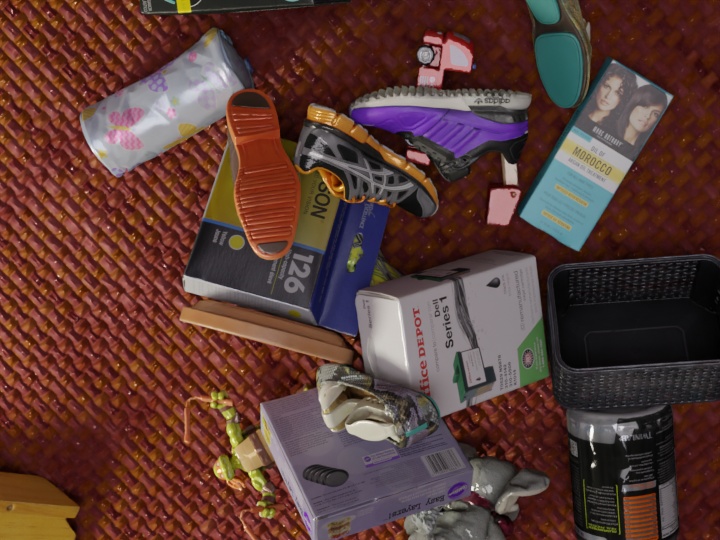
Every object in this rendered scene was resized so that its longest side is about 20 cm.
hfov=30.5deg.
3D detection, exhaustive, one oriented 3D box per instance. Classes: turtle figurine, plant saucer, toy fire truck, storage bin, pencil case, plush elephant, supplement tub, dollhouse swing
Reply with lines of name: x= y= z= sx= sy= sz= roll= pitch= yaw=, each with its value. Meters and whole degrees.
turtle figurine: x=-0.108 y=0.216 z=1.563 sx=0.160 sy=0.064 sz=0.202 roll=-27 pitch=84 yaw=-1
plant saucer: x=-0.102 y=0.066 z=1.468 sx=0.197 sy=0.200 sz=0.033 roll=14 pitch=85 yaw=1
toy fire truck: x=0.120 y=-0.160 z=1.479 sx=0.139 sy=0.049 sz=0.203 roll=9 pitch=101 yaw=1
storage bin: x=0.308 y=0.069 z=1.459 sx=0.197 sy=0.094 sz=0.137 roll=-5 pitch=58 yaw=5
pencil case: x=-0.216 y=-0.188 z=1.478 sx=0.198 sy=0.083 sz=0.092 roll=-31 pitch=87 yaw=9
plush elephant: x=0.135 y=0.285 z=1.532 sx=0.155 sy=0.164 sz=0.201 roll=-43 pitch=136 yaw=-24
supplement tub: x=0.302 y=0.245 z=1.514 sx=0.120 sy=0.123 sz=0.203 roll=-4 pitch=102 yaw=5
dollhouse swing: x=-0.483 y=0.322 z=1.627 sx=0.180 sy=0.175 sz=0.202 roll=14 pitch=106 yaw=-42

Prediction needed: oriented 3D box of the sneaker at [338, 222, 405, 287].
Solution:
sneaker: x=0.000 y=0.000 z=1.506 sx=0.199 sy=0.076 sz=0.076 roll=40 pitch=103 yaw=-4

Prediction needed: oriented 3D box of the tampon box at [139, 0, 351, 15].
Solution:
tampon box: x=-0.123 y=-0.351 z=1.393 sx=0.197 sy=0.126 sz=0.152 roll=0 pitch=101 yaw=19

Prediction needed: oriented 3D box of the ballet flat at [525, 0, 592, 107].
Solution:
ballet flat: x=0.217 y=-0.274 z=1.433 sx=0.070 sy=0.071 sz=0.202 roll=-19 pitch=123 yaw=7

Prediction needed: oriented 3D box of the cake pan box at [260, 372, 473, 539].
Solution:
cake pan box: x=0.007 y=0.196 z=1.467 sx=0.197 sy=0.185 sz=0.053 roll=-15 pitch=134 yaw=-19

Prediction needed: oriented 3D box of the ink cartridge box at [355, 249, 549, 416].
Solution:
ink cartridge box: x=0.103 y=0.072 z=1.461 sx=0.198 sy=0.084 sz=0.148 roll=-17 pitch=104 yaw=-33

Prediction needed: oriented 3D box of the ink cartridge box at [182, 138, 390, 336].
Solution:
ink cartridge box: x=-0.075 y=-0.046 z=1.464 sx=0.197 sy=0.047 sz=0.200 roll=14 pitch=63 yaw=3

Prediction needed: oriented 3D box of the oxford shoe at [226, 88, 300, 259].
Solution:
oxford shoe: x=-0.105 y=-0.093 z=1.420 sx=0.070 sy=0.073 sz=0.203 roll=-3 pitch=63 yaw=-10

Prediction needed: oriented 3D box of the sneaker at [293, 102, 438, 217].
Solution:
sneaker: x=0.004 y=-0.105 z=1.456 sx=0.199 sy=0.078 sz=0.078 roll=31 pitch=84 yaw=-30

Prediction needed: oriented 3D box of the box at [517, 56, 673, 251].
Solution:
box: x=0.261 y=-0.129 z=1.476 sx=0.082 sy=0.049 sz=0.202 roll=29 pitch=102 yaw=-3

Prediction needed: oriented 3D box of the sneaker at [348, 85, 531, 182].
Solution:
sneaker: x=0.085 y=-0.145 z=1.424 sx=0.197 sy=0.070 sz=0.101 roll=2 pitch=104 yaw=4

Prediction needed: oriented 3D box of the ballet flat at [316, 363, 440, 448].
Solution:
ballet flat: x=-0.002 y=0.144 z=1.400 sx=0.071 sy=0.199 sz=0.073 roll=-6 pitch=101 yaw=-38
